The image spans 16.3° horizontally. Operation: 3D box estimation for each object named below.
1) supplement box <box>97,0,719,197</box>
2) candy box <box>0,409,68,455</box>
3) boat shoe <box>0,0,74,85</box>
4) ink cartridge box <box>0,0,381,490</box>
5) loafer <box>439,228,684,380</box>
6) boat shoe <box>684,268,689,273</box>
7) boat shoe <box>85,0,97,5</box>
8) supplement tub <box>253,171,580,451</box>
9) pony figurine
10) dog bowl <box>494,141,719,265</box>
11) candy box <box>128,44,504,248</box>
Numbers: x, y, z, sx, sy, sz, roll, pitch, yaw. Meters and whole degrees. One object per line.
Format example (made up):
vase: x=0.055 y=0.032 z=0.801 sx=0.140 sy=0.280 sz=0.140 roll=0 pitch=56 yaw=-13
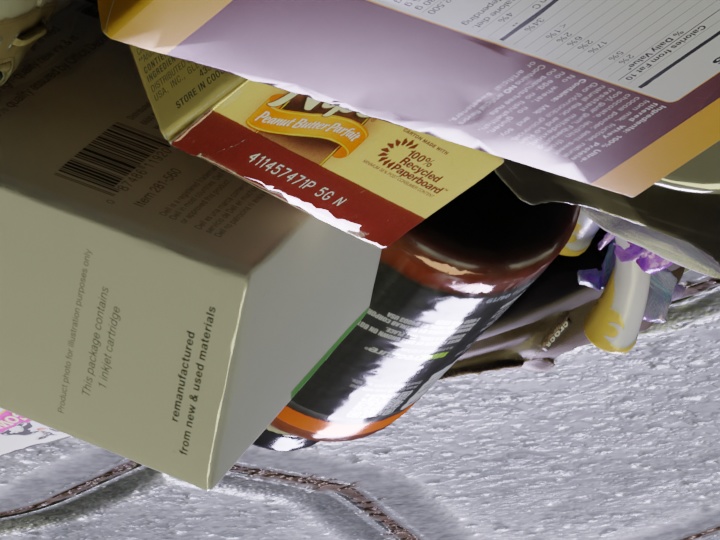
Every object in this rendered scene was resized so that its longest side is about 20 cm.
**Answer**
supplement box: x=0.035 y=-0.154 z=0.691 sx=0.199 sy=0.198 sz=0.133 roll=15 pitch=144 yaw=-40
candy box: x=-0.196 y=0.026 z=1.275 sx=0.167 sy=0.072 sz=0.200 roll=-18 pitch=154 yaw=29
boat shoe: x=-0.126 y=-0.095 z=0.773 sx=0.074 sy=0.069 sz=0.200 roll=31 pitch=-175 yaw=3
ink cartridge box: x=-0.104 y=-0.026 z=0.833 sx=0.199 sy=0.146 sz=0.085 roll=20 pitch=119 yaw=14
loafer: x=0.063 y=0.025 z=1.160 sx=0.199 sy=0.073 sz=0.071 roll=-14 pitch=130 yaw=-13
boat shoe: x=0.090 y=-0.025 z=1.226 sx=0.199 sy=0.076 sz=0.060 roll=-9 pitch=-159 yaw=-13
boat shoe: x=-0.113 y=-0.088 z=0.928 sx=0.201 sy=0.063 sz=0.074 roll=35 pitch=124 yaw=3
supplement tub: x=0.000 y=0.000 z=1.004 sx=0.106 sy=0.108 sz=0.200 roll=6 pitch=150 yaw=-24
pony figurine: x=0.102 y=-0.053 z=1.045 sx=0.192 sy=0.167 sz=0.200 roll=20 pitch=143 yaw=6
dog bowl: x=0.126 y=-0.102 z=0.891 sx=0.199 sy=0.201 sz=0.059 roll=-9 pitch=-165 yaw=10
candy box: x=-0.038 y=-0.113 z=0.782 sx=0.055 sy=0.201 sz=0.115 roll=-35 pitch=148 yaw=20
